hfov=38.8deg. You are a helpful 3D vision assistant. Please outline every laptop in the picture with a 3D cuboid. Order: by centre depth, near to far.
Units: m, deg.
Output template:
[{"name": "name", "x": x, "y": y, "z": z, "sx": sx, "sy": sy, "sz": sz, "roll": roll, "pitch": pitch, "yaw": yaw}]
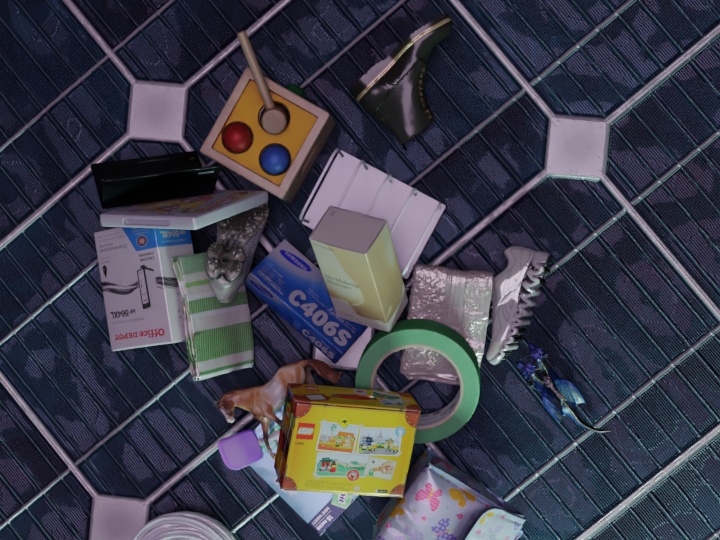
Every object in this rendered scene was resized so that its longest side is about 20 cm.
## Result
[{"name": "laptop", "x": -0.325, "y": -0.163, "z": 1.603, "sx": 0.177, "sy": 0.200, "sz": 0.103, "roll": -9, "pitch": 130, "yaw": -17}]

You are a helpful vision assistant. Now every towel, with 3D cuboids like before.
[{"name": "towel", "x": 0.137, "y": 0.090, "z": 1.653, "sx": 0.132, "sy": 0.034, "sz": 0.200, "roll": 7, "pitch": 108, "yaw": 3}, {"name": "towel", "x": -0.235, "y": 0.069, "z": 1.660, "sx": 0.023, "sy": 0.152, "sz": 0.200, "roll": -11, "pitch": 89, "yaw": 36}]

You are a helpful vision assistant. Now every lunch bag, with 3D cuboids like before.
[{"name": "lunch bag", "x": 0.144, "y": 0.412, "z": 1.634, "sx": 0.200, "sy": 0.127, "sz": 0.170, "roll": 35, "pitch": 95, "yaw": -3}]

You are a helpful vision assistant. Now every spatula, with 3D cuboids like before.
[{"name": "spatula", "x": -0.132, "y": 0.266, "z": 1.661, "sx": 0.200, "sy": 0.021, "sz": 0.057, "roll": -23, "pitch": 82, "yaw": 4}]

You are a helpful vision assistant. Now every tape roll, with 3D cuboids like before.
[{"name": "tape roll", "x": 0.092, "y": 0.179, "z": 1.646, "sx": 0.200, "sy": 0.048, "sz": 0.201, "roll": 2, "pitch": 109, "yaw": 7}]

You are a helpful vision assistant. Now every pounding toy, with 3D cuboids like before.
[{"name": "pounding toy", "x": -0.152, "y": -0.244, "z": 1.647, "sx": 0.184, "sy": 0.142, "sz": 0.200, "roll": 30, "pitch": 92, "yaw": 3}]

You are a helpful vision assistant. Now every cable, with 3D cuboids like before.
[{"name": "cable", "x": -0.289, "y": 0.496, "z": 1.695, "sx": 0.200, "sy": 0.069, "sz": 0.200, "roll": -14, "pitch": 88, "yaw": 5}]

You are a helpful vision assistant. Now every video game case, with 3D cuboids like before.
[{"name": "video game case", "x": -0.273, "y": -0.098, "z": 1.604, "sx": 0.182, "sy": 0.200, "sz": 0.023, "roll": 3, "pitch": 106, "yaw": 28}]

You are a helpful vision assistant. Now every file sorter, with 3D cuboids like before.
[{"name": "file sorter", "x": 0.018, "y": -0.093, "z": 1.643, "sx": 0.200, "sy": 0.125, "sz": 0.139, "roll": 28, "pitch": 92, "yaw": 4}]

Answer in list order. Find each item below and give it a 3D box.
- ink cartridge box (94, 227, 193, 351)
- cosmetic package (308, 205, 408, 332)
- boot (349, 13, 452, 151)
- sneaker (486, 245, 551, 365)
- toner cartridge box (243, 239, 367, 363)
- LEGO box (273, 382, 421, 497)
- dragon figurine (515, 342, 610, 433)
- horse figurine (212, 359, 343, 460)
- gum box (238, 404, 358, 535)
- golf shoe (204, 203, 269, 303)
[{"name": "ink cartridge box", "x": -0.343, "y": 0.024, "z": 1.665, "sx": 0.146, "sy": 0.084, "sz": 0.200, "roll": -10, "pitch": 88, "yaw": 34}, {"name": "cosmetic package", "x": 0.000, "y": 0.000, "z": 1.568, "sx": 0.105, "sy": 0.200, "sz": 0.071, "roll": 16, "pitch": 57, "yaw": 27}, {"name": "boot", "x": 0.100, "y": -0.307, "z": 1.669, "sx": 0.200, "sy": 0.077, "sz": 0.138, "roll": -40, "pitch": 91, "yaw": 17}, {"name": "sneaker", "x": 0.241, "y": 0.055, "z": 1.659, "sx": 0.081, "sy": 0.075, "sz": 0.200, "roll": 21, "pitch": 90, "yaw": 18}, {"name": "toner cartridge box", "x": -0.083, "y": 0.050, "z": 1.668, "sx": 0.200, "sy": 0.043, "sz": 0.095, "roll": 41, "pitch": 54, "yaw": 3}, {"name": "LEGO box", "x": -0.022, "y": 0.263, "z": 1.585, "sx": 0.200, "sy": 0.077, "sz": 0.149, "roll": 7, "pitch": 104, "yaw": -15}, {"name": "dragon figurine", "x": 0.318, "y": 0.201, "z": 1.631, "sx": 0.059, "sy": 0.099, "sz": 0.200, "roll": -40, "pitch": 87, "yaw": 4}, {"name": "horse figurine", "x": -0.120, "y": 0.205, "z": 1.643, "sx": 0.200, "sy": 0.050, "sz": 0.133, "roll": -38, "pitch": 71, "yaw": 0}, {"name": "gum box", "x": -0.077, "y": 0.304, "z": 1.689, "sx": 0.200, "sy": 0.045, "sz": 0.170, "roll": 44, "pitch": 93, "yaw": 5}, {"name": "golf shoe", "x": -0.204, "y": -0.036, "z": 1.667, "sx": 0.078, "sy": 0.097, "sz": 0.200, "roll": 14, "pitch": 49, "yaw": 7}]
